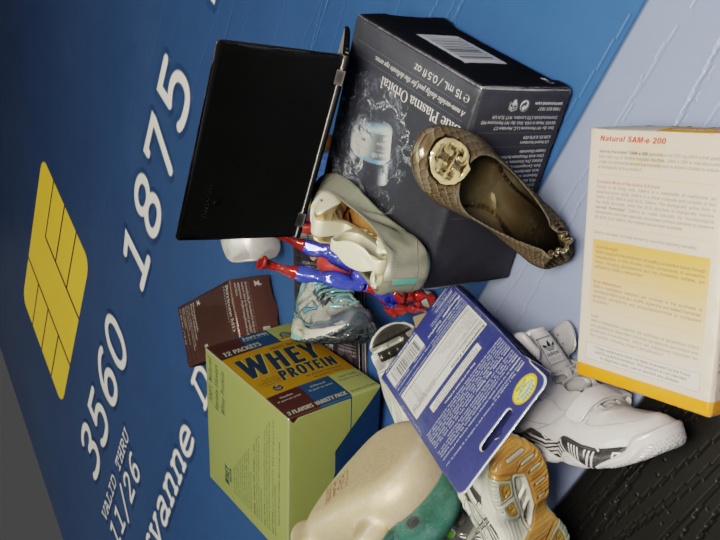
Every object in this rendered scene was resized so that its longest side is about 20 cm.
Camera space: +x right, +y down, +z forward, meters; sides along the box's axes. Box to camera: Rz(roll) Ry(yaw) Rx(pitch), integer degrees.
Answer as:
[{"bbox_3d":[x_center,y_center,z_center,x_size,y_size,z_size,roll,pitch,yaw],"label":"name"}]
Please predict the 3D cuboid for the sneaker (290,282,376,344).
[{"bbox_3d":[-0.040,0.042,1.014,0.200,0.077,0.087,173,98,-68],"label":"sneaker"}]

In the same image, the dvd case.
[{"bbox_3d":[-0.041,0.039,1.114,0.148,0.016,0.203,8,101,53],"label":"dvd case"}]

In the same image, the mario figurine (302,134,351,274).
[{"bbox_3d":[-0.040,-0.084,1.008,0.124,0.105,0.201,-47,49,27],"label":"mario figurine"}]

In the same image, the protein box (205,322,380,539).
[{"bbox_3d":[-0.089,0.206,1.088,0.199,0.134,0.201,29,124,47],"label":"protein box"}]

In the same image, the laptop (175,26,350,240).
[{"bbox_3d":[-0.088,-0.139,0.834,0.201,0.115,0.189,-90,16,-63],"label":"laptop"}]

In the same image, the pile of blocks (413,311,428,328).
[{"bbox_3d":[0.112,0.130,0.865,0.082,0.062,0.202,50,-159,-77],"label":"pile of blocks"}]

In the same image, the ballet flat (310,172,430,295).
[{"bbox_3d":[-0.011,-0.040,0.819,0.200,0.063,0.068,40,131,45],"label":"ballet flat"}]

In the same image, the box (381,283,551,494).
[{"bbox_3d":[0.092,0.101,0.763,0.122,0.032,0.200,-55,26,9],"label":"box"}]

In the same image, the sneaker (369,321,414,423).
[{"bbox_3d":[0.065,0.155,0.949,0.081,0.074,0.202,130,122,-77],"label":"sneaker"}]

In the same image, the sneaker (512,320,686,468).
[{"bbox_3d":[0.185,0.105,0.751,0.199,0.074,0.116,-12,88,58],"label":"sneaker"}]

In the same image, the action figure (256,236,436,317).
[{"bbox_3d":[0.000,0.000,0.901,0.099,0.198,0.066,155,132,-67],"label":"action figure"}]

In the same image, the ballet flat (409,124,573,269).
[{"bbox_3d":[0.119,-0.057,0.732,0.068,0.199,0.046,-55,34,-1],"label":"ballet flat"}]

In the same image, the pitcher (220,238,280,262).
[{"bbox_3d":[-0.162,-0.137,1.187,0.172,0.120,0.202,-124,30,-56],"label":"pitcher"}]

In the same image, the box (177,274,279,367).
[{"bbox_3d":[-0.200,0.080,1.300,0.199,0.074,0.101,-24,76,52],"label":"box"}]

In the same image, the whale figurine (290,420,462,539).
[{"bbox_3d":[0.017,0.242,0.851,0.200,0.104,0.159,-41,14,11],"label":"whale figurine"}]

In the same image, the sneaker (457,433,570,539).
[{"bbox_3d":[0.134,0.223,0.791,0.087,0.075,0.202,25,132,56],"label":"sneaker"}]

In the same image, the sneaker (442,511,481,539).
[{"bbox_3d":[0.114,0.303,0.907,0.199,0.075,0.116,24,151,28],"label":"sneaker"}]

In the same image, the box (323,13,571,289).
[{"bbox_3d":[0.072,-0.120,0.843,0.197,0.116,0.202,43,130,43],"label":"box"}]

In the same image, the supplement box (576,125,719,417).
[{"bbox_3d":[0.240,-0.007,0.657,0.126,0.073,0.203,16,109,53],"label":"supplement box"}]
